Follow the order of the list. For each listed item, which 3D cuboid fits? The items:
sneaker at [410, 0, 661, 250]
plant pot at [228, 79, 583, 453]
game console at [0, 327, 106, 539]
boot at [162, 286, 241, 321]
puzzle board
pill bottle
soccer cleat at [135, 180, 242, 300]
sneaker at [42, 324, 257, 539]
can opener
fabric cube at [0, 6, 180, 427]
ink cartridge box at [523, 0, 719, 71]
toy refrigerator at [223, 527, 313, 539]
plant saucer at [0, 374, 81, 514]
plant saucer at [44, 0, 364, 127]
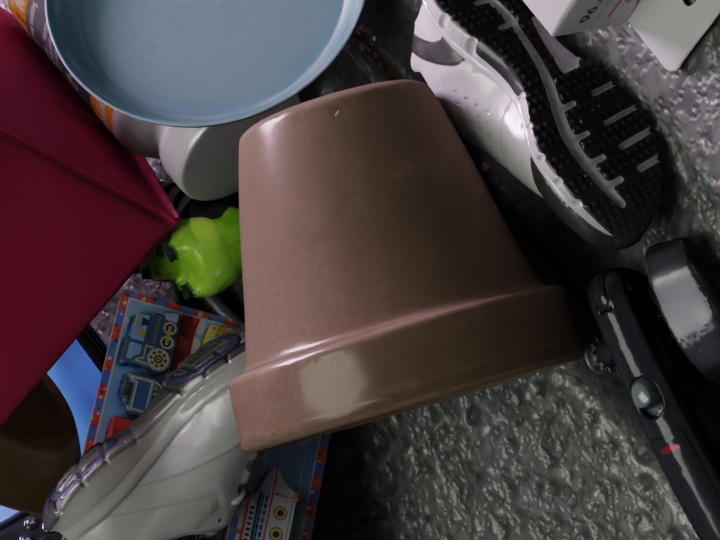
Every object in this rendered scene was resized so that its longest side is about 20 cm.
[{"bbox_3d":[0.096,-0.086,1.269,0.201,0.073,0.080,57,149,25],"label":"sneaker"},{"bbox_3d":[0.007,-0.007,1.270,0.200,0.199,0.176,-22,82,47],"label":"plant pot"},{"bbox_3d":[-0.269,0.109,1.668,0.200,0.170,0.119,50,158,25],"label":"game console"},{"bbox_3d":[-0.092,0.104,1.504,0.201,0.073,0.096,58,141,19],"label":"boot"},{"bbox_3d":[-0.096,0.121,1.401,0.017,0.150,0.201,125,158,-64],"label":"puzzle board"},{"bbox_3d":[-0.132,-0.145,1.447,0.200,0.116,0.117,49,131,25],"label":"pill bottle"},{"bbox_3d":[-0.112,-0.029,1.500,0.200,0.081,0.068,28,142,62],"label":"soccer cleat"},{"bbox_3d":[-0.095,0.105,1.357,0.087,0.200,0.074,49,174,-11],"label":"sneaker"},{"bbox_3d":[0.178,0.086,1.224,0.078,0.063,0.201,-25,82,46],"label":"can opener"},{"bbox_3d":[-0.270,-0.049,1.438,0.199,0.196,0.200,-47,43,14],"label":"fabric cube"},{"bbox_3d":[0.115,-0.208,1.203,0.200,0.068,0.116,53,133,22],"label":"ink cartridge box"},{"bbox_3d":[-0.069,0.186,1.443,0.200,0.076,0.070,41,100,4],"label":"toy refrigerator"},{"bbox_3d":[-0.262,0.082,1.548,0.035,0.200,0.200,-50,63,15],"label":"plant saucer"},{"bbox_3d":[-0.091,-0.170,1.373,0.200,0.200,0.027,50,171,25],"label":"plant saucer"}]
